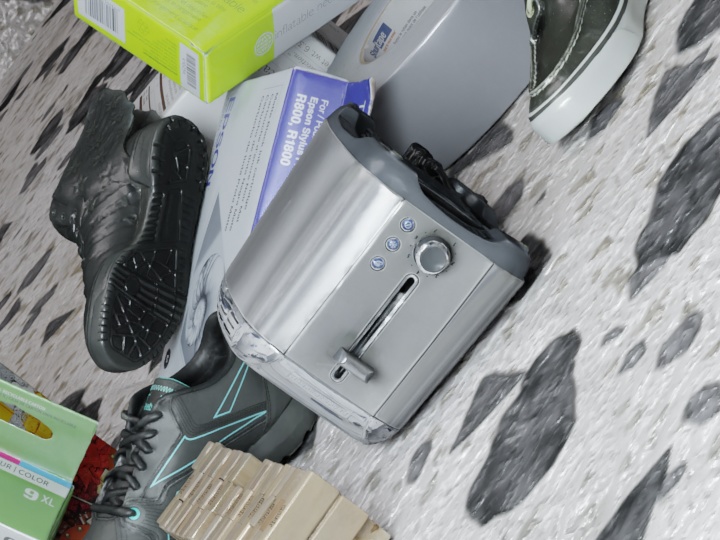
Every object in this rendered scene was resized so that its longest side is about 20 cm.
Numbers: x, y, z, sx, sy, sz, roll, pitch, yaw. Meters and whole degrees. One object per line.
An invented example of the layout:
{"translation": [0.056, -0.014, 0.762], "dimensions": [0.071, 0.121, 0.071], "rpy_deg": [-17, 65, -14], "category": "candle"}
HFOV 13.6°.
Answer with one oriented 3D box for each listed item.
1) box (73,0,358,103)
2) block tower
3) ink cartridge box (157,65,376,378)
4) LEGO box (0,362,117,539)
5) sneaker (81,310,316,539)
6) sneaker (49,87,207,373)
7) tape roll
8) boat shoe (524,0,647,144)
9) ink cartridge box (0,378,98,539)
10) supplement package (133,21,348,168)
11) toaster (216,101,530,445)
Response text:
{"translation": [-0.067, -0.193, 1.868], "dimensions": [0.200, 0.122, 0.048], "rpy_deg": [-36, -34, -32], "category": "box"}
{"translation": [-0.046, 0.127, 1.473], "dimensions": [0.058, 0.054, 0.200], "rpy_deg": [-53, 13, -8], "category": "block tower"}
{"translation": [-0.059, -0.017, 1.757], "dimensions": [0.200, 0.040, 0.201], "rpy_deg": [176, 108, -72], "category": "ink cartridge box"}
{"translation": [-0.256, 0.142, 1.909], "dimensions": [0.200, 0.149, 0.077], "rpy_deg": [-34, 22, 51], "category": "LEGO box"}
{"translation": [-0.109, 0.106, 1.596], "dimensions": [0.075, 0.079, 0.200], "rpy_deg": [2, 43, 49], "category": "sneaker"}
{"translation": [-0.149, -0.025, 1.837], "dimensions": [0.104, 0.060, 0.201], "rpy_deg": [-12, 56, 46], "category": "sneaker"}
{"translation": [0.057, -0.145, 1.794], "dimensions": [0.200, 0.066, 0.200], "rpy_deg": [-49, 14, 17], "category": "tape roll"}
{"translation": [0.114, -0.144, 1.613], "dimensions": [0.071, 0.064, 0.200], "rpy_deg": [-41, 18, 38], "category": "boat shoe"}
{"translation": [-0.237, 0.155, 1.793], "dimensions": [0.059, 0.103, 0.200], "rpy_deg": [-68, 3, -52], "category": "ink cartridge box"}
{"translation": [-0.085, -0.080, 1.967], "dimensions": [0.200, 0.121, 0.120], "rpy_deg": [-50, 16, 11], "category": "supplement package"}
{"translation": [0.000, 0.000, 1.522], "dimensions": [0.129, 0.113, 0.200], "rpy_deg": [-53, 15, 6], "category": "toaster"}
